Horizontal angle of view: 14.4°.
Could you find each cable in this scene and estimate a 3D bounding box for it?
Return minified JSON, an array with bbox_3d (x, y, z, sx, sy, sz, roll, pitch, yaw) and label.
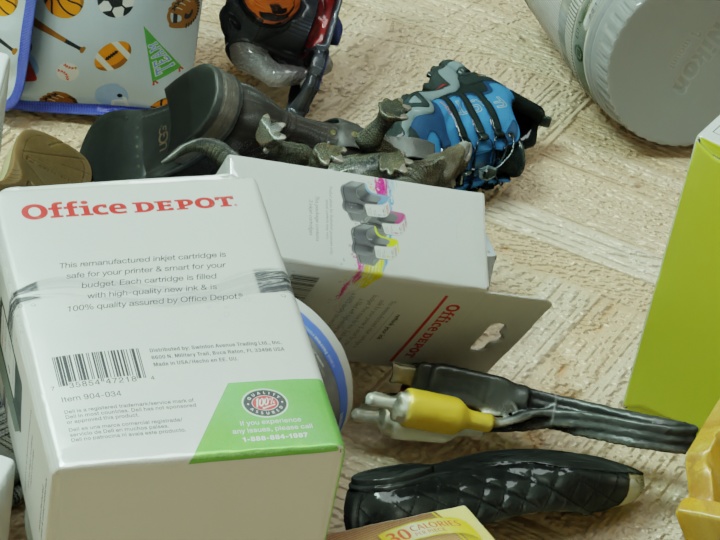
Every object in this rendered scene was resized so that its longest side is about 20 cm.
[{"bbox_3d":[0.094,0.091,1.675,0.199,0.051,0.097,14,-4,-2],"label":"cable"}]

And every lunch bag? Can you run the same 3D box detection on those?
[{"bbox_3d":[-0.207,-0.197,1.928,0.199,0.171,0.124,6,27,-10],"label":"lunch bag"}]

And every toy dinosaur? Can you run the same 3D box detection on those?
[{"bbox_3d":[-0.017,-0.047,1.710,0.199,0.102,0.077,-9,49,-13],"label":"toy dinosaur"}]

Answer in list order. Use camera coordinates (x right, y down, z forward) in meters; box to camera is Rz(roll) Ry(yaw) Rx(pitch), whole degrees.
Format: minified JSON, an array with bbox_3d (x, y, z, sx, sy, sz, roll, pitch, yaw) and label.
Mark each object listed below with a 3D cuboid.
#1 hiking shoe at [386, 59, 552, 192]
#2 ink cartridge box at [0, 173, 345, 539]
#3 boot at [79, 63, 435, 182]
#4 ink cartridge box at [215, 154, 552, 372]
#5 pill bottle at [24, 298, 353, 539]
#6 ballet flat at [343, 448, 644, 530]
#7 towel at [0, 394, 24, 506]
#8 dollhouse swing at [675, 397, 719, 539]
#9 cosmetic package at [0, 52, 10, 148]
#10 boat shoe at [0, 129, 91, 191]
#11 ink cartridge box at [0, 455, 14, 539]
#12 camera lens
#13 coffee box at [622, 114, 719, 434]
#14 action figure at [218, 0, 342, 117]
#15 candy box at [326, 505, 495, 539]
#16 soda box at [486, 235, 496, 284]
[{"bbox_3d":[0.067,-0.084,1.916,0.086,0.075,0.200,16,32,11],"label":"hiking shoe"},{"bbox_3d":[-0.105,0.050,1.437,0.145,0.084,0.200,-4,44,-16],"label":"ink cartridge box"},{"bbox_3d":[-0.071,-0.057,1.811,0.174,0.200,0.070,19,62,-35],"label":"boot"},{"bbox_3d":[0.000,0.000,1.670,0.199,0.115,0.068,9,62,-19],"label":"ink cartridge box"},{"bbox_3d":[-0.093,0.098,1.544,0.113,0.114,0.200,21,33,16],"label":"pill bottle"},{"bbox_3d":[0.075,0.133,1.615,0.199,0.057,0.066,-5,6,-31],"label":"ballet flat"},{"bbox_3d":[-0.249,0.072,1.616,0.192,0.035,0.200,32,37,31],"label":"towel"},{"bbox_3d":[0.302,0.132,1.543,0.175,0.182,0.200,-14,19,32],"label":"dollhouse swing"},{"bbox_3d":[-0.285,-0.005,1.518,0.167,0.201,0.167,10,35,-4],"label":"cosmetic package"},{"bbox_3d":[-0.209,-0.018,1.731,0.071,0.065,0.200,32,23,-6],"label":"boat shoe"},{"bbox_3d":[-0.281,0.130,1.434,0.199,0.117,0.067,15,34,7],"label":"ink cartridge box"},{"bbox_3d":[0.210,-0.202,2.063,0.159,0.160,0.200,-1,34,-18],"label":"camera lens"},{"bbox_3d":[0.304,0.004,1.727,0.199,0.200,0.198,25,35,20],"label":"coffee box"},{"bbox_3d":[-0.054,-0.215,1.980,0.104,0.194,0.201,15,57,1],"label":"action figure"},{"bbox_3d":[0.052,0.208,1.467,0.115,0.055,0.200,-8,37,-30],"label":"candy box"},{"bbox_3d":[-0.022,-0.003,1.772,0.199,0.064,0.068,2,32,-15],"label":"soda box"}]
